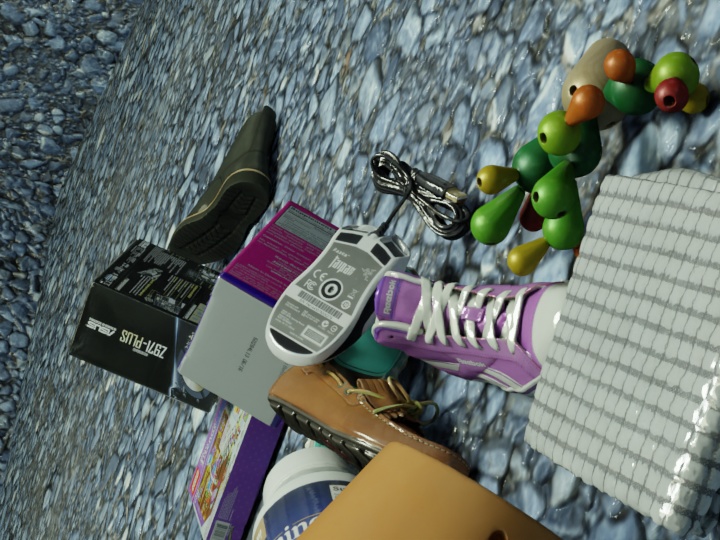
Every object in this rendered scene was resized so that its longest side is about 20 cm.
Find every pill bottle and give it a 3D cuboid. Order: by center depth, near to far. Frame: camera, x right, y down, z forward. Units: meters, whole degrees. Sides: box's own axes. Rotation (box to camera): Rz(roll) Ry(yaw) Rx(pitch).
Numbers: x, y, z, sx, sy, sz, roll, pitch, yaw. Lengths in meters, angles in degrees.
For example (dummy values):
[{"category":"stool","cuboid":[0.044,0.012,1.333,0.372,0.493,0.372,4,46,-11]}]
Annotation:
[{"category":"pill bottle","cuboid":[-0.021,0.218,1.033,0.112,0.110,0.201,-64,20,21]}]

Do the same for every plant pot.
[{"category":"plant pot","cuboid":[0.038,0.191,0.800,0.141,0.199,0.200,-58,17,-10]}]

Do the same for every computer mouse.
[{"category":"computer mouse","cuboid":[0.000,0.000,1.117,0.201,0.109,0.044,-50,-31,-18]}]

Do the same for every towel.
[{"category":"towel","cuboid":[0.169,0.038,0.710,0.168,0.085,0.200,-71,17,0]}]

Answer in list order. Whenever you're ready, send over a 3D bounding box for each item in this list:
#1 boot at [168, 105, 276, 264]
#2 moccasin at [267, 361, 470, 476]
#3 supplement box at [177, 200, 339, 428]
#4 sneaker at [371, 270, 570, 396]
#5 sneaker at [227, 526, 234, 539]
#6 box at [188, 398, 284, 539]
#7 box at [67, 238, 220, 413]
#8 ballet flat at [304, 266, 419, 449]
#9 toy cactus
[{"category":"boot","cuboid":[-0.166,-0.105,1.805,0.199,0.077,0.140,-35,36,41]},{"category":"moccasin","cuboid":[0.013,0.111,1.058,0.078,0.074,0.200,-49,33,-14]},{"category":"supplement box","cuboid":[-0.067,0.032,1.239,0.102,0.102,0.200,-63,-5,25]},{"category":"sneaker","cuboid":[0.069,0.036,0.941,0.200,0.113,0.074,-20,52,65]},{"category":"sneaker","cuboid":[-0.107,0.327,1.256,0.200,0.059,0.105,-108,35,-65]},{"category":"box","cuboid":[-0.121,0.168,1.465,0.137,0.039,0.203,-132,62,-69]},{"category":"box","cuboid":[-0.204,0.055,1.532,0.200,0.162,0.087,-73,5,-75]},{"category":"ballet flat","cuboid":[0.000,0.088,1.169,0.203,0.071,0.072,-69,19,4]},{"category":"toy cactus","cuboid":[0.150,-0.087,0.894,0.201,0.101,0.166,-55,6,46]}]
